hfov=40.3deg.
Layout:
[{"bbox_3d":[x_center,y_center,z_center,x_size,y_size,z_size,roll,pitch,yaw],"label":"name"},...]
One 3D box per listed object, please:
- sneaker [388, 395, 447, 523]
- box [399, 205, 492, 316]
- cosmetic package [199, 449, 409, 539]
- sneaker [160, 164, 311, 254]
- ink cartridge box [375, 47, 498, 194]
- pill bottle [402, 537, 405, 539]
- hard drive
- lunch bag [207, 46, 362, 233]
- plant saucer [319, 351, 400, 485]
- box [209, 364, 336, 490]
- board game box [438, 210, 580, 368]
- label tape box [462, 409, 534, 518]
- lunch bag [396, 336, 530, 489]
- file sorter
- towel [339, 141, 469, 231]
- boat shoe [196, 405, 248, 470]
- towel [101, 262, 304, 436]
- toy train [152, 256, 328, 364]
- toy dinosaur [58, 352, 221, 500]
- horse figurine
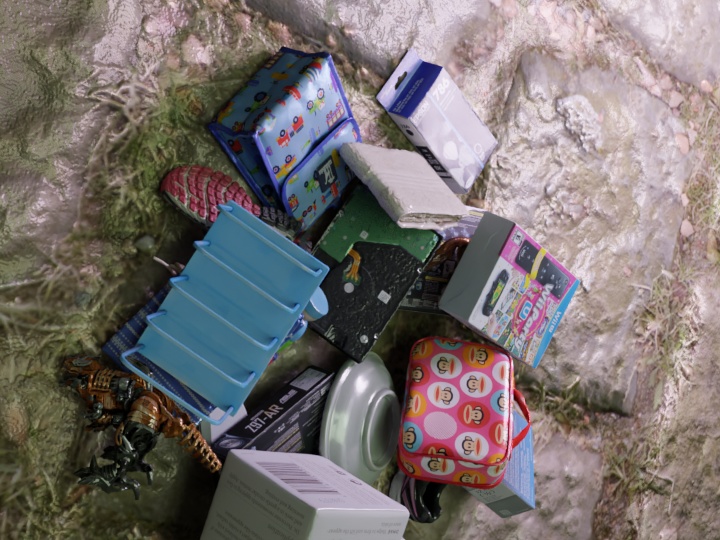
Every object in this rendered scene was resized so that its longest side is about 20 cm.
[{"bbox_3d":[0.101,0.268,1.417,0.079,0.086,0.204,1,95,-39],"label":"sneaker"},{"bbox_3d":[0.095,-0.021,1.396,0.198,0.049,0.164,7,93,-39],"label":"box"},{"bbox_3d":[-0.077,0.334,1.129,0.164,0.164,0.203,15,95,-47],"label":"cosmetic package"},{"bbox_3d":[-0.156,-0.051,1.185,0.199,0.074,0.081,33,43,-24],"label":"sneaker"},{"bbox_3d":[0.112,-0.210,1.390,0.200,0.039,0.100,45,70,-32],"label":"ink cartridge box"},{"bbox_3d":[-0.027,0.405,1.321,0.198,0.112,0.114,16,87,-37],"label":"pill bottle"},{"bbox_3d":[0.000,0.000,1.283,0.139,0.038,0.201,34,79,-1],"label":"hard drive"},{"bbox_3d":[-0.075,-0.151,1.236,0.151,0.093,0.201,-51,135,-23],"label":"lunch bag"},{"bbox_3d":[0.012,0.210,1.312,0.200,0.049,0.204,-22,115,-62],"label":"plant saucer"},{"bbox_3d":[-0.097,0.240,1.245,0.199,0.043,0.162,-37,129,-41],"label":"box"},{"bbox_3d":[0.210,0.031,1.368,0.199,0.064,0.149,33,84,-47],"label":"board game box"},{"bbox_3d":[0.181,0.254,1.453,0.200,0.066,0.145,41,39,-32],"label":"label tape box"},{"bbox_3d":[0.143,0.190,1.326,0.083,0.173,0.202,88,11,-48],"label":"lunch bag"},{"bbox_3d":[-0.145,0.045,1.056,0.138,0.123,0.201,34,92,-1],"label":"file sorter"},{"bbox_3d":[0.060,-0.109,1.283,0.035,0.133,0.199,-49,157,23],"label":"towel"},{"bbox_3d":[-0.184,0.166,1.200,0.068,0.056,0.203,-29,116,-42],"label":"boat shoe"},{"bbox_3d":[-0.179,0.073,1.126,0.200,0.024,0.145,-43,93,0],"label":"towel"},{"bbox_3d":[-0.137,0.019,1.167,0.115,0.085,0.200,-32,125,20],"label":"toy train"},{"bbox_3d":[-0.252,0.172,1.088,0.102,0.199,0.137,6,112,-61],"label":"toy dinosaur"},{"bbox_3d":[0.164,0.010,1.395,0.199,0.050,0.134,38,76,-40],"label":"horse figurine"}]
